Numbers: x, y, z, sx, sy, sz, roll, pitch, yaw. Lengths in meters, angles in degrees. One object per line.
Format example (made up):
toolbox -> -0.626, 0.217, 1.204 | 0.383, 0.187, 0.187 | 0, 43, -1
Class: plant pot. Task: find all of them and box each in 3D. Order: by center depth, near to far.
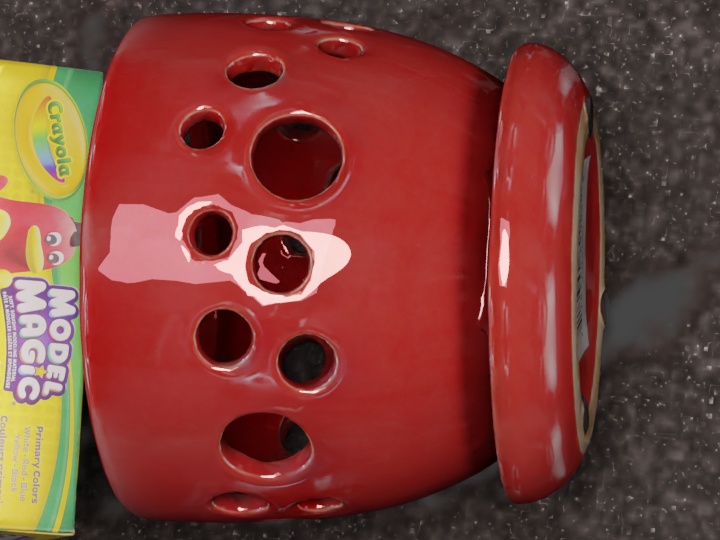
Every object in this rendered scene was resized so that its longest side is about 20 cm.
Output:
plant pot -> 0.000, 0.000, 0.931 | 0.182, 0.200, 0.201 | 1, 81, 12

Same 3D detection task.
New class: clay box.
clay box -> -0.136, 0.030, 0.919 | 0.047, 0.115, 0.201 | 4, 81, -17
